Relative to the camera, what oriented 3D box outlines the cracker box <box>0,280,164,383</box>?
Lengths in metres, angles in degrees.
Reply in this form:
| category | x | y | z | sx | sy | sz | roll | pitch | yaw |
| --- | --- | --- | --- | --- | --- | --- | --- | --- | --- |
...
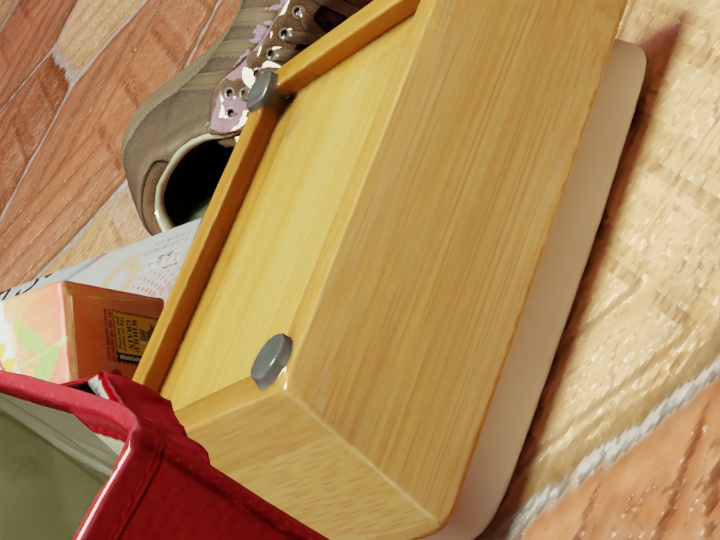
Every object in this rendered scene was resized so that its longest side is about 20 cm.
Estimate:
| category | x | y | z | sx | sy | sz | roll | pitch | yaw |
| --- | --- | --- | --- | --- | --- | --- | --- | --- | --- |
| cracker box | -0.153 | 0.095 | 0.769 | 0.200 | 0.058 | 0.134 | -18 | 72 | 34 |

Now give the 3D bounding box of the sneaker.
| category | x | y | z | sx | sy | sz | roll | pitch | yaw |
| --- | --- | --- | --- | --- | --- | --- | --- | --- | --- |
| sneaker | -0.032 | -0.085 | 0.935 | 0.200 | 0.070 | 0.076 | -49 | 40 | 30 |

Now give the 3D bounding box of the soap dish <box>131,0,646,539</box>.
| category | x | y | z | sx | sy | sz | roll | pitch | yaw |
| --- | --- | --- | --- | --- | --- | --- | --- | --- | --- |
| soap dish | 0.000 | 0.000 | 0.680 | 0.157 | 0.081 | 0.200 | -26 | 37 | 54 |

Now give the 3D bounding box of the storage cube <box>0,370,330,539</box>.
| category | x | y | z | sx | sy | sz | roll | pitch | yaw |
| --- | --- | --- | --- | --- | --- | --- | --- | --- | --- |
| storage cube | -0.051 | 0.135 | 0.421 | 0.171 | 0.180 | 0.200 | 10 | 69 | 60 |

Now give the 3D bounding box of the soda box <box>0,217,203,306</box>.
| category | x | y | z | sx | sy | sz | roll | pitch | yaw |
| --- | --- | --- | --- | --- | --- | --- | --- | --- | --- |
| soda box | -0.114 | 0.043 | 0.854 | 0.200 | 0.064 | 0.068 | -17 | 42 | 43 |
